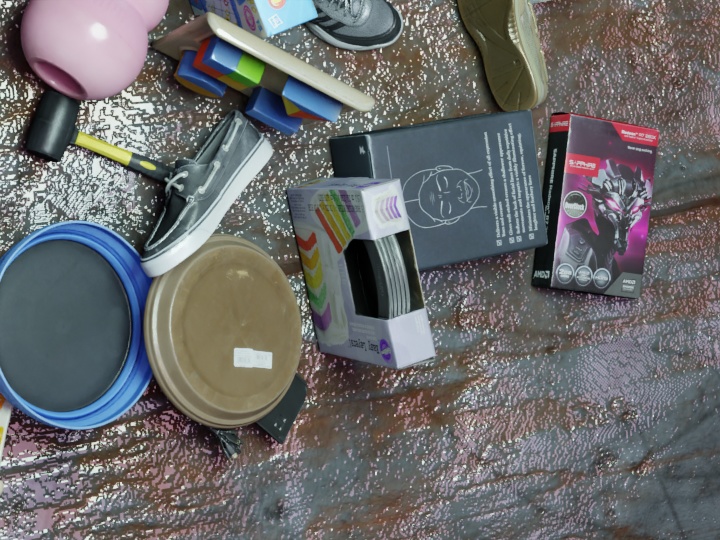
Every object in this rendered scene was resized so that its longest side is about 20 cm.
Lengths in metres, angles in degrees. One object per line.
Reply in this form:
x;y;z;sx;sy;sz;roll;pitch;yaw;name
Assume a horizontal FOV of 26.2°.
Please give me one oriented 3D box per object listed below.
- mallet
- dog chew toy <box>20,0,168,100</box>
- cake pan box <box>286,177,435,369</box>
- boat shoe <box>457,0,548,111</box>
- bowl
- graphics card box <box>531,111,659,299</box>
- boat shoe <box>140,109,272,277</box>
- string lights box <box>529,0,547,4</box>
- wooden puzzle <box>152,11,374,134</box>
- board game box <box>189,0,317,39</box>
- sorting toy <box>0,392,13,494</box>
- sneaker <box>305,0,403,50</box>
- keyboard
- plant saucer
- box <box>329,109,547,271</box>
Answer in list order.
-0.238;-0.125;1.558;0.198;0.041;0.067;14;84;-28;mallet
-0.243;-0.266;1.504;0.124;0.124;0.201;36;71;-21;dog chew toy
0.000;0.000;1.576;0.052;0.200;0.186;-18;102;-24;cake pan box
0.161;-0.275;1.712;0.065;0.072;0.202;-26;100;-57;boat shoe
-0.283;0.053;1.509;0.199;0.039;0.203;3;85;-44;bowl
0.269;-0.073;1.771;0.124;0.051;0.202;8;90;-24;graphics card box
-0.165;-0.081;1.545;0.068;0.071;0.200;50;61;-24;boat shoe
0.264;-0.381;1.726;0.200;0.103;0.059;-42;108;-17;string lights box
-0.103;-0.184;1.521;0.184;0.200;0.047;25;83;-22;wooden puzzle
-0.132;-0.320;1.504;0.056;0.200;0.197;-25;101;-19;board game box
-0.429;0.207;1.468;0.178;0.107;0.202;5;90;-4;sorting toy
-0.029;-0.288;1.596;0.199;0.114;0.076;24;83;-23;sneaker
-0.143;0.113;1.592;0.200;0.021;0.128;45;57;-27;keyboard
-0.132;0.060;1.578;0.199;0.029;0.202;8;78;-42;plant saucer
0.084;-0.085;1.659;0.198;0.107;0.150;-10;97;-24;box
